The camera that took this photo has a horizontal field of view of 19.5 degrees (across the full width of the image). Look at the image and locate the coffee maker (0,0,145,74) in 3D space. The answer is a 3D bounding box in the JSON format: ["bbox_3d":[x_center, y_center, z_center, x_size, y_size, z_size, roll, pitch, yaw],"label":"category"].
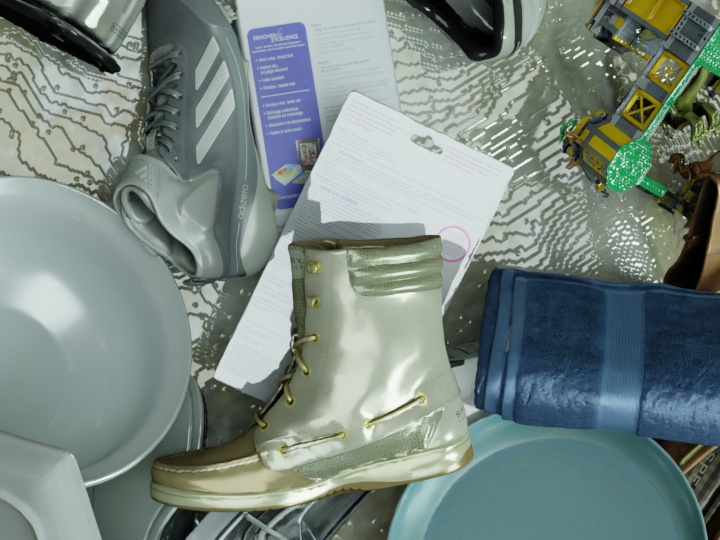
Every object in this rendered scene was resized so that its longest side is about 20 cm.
[{"bbox_3d":[-0.183,-0.251,1.273,0.192,0.135,0.200,30,86,-10],"label":"coffee maker"}]

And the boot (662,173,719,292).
[{"bbox_3d":[0.293,-0.073,1.349,0.200,0.069,0.188,-10,140,-31],"label":"boot"}]

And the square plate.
[{"bbox_3d":[-0.242,0.146,1.228,0.198,0.200,0.028,14,53,16],"label":"square plate"}]

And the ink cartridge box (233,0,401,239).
[{"bbox_3d":[-0.024,-0.103,1.359,0.099,0.039,0.200,-9,96,-10],"label":"ink cartridge box"}]

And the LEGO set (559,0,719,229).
[{"bbox_3d":[0.198,-0.113,1.361,0.200,0.116,0.154,11,114,-44],"label":"LEGO set"}]

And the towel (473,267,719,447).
[{"bbox_3d":[0.173,0.054,1.299,0.200,0.049,0.112,7,48,4],"label":"towel"}]

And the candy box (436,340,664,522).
[{"bbox_3d":[0.140,0.120,1.384,0.200,0.072,0.168,-13,96,-10],"label":"candy box"}]

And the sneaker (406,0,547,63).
[{"bbox_3d":[0.042,-0.218,1.331,0.200,0.088,0.076,47,123,-8],"label":"sneaker"}]

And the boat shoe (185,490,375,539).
[{"bbox_3d":[-0.051,0.173,1.331,0.068,0.074,0.199,32,64,28],"label":"boat shoe"}]

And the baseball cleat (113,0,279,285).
[{"bbox_3d":[-0.112,-0.090,1.303,0.106,0.070,0.200,-13,80,-40],"label":"baseball cleat"}]

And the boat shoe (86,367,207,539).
[{"bbox_3d":[-0.138,0.158,1.341,0.076,0.060,0.200,20,91,22],"label":"boat shoe"}]

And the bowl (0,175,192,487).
[{"bbox_3d":[-0.211,0.051,1.286,0.201,0.090,0.201,12,62,-24],"label":"bowl"}]

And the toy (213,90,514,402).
[{"bbox_3d":[0.000,0.000,1.326,0.115,0.047,0.200,25,92,-9],"label":"toy"}]

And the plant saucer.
[{"bbox_3d":[0.114,0.180,1.289,0.200,0.027,0.200,-5,69,13],"label":"plant saucer"}]

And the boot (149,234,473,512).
[{"bbox_3d":[-0.037,0.060,1.268,0.200,0.072,0.155,-9,101,-9],"label":"boot"}]

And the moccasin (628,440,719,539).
[{"bbox_3d":[0.188,0.183,1.321,0.074,0.078,0.201,38,87,-12],"label":"moccasin"}]
